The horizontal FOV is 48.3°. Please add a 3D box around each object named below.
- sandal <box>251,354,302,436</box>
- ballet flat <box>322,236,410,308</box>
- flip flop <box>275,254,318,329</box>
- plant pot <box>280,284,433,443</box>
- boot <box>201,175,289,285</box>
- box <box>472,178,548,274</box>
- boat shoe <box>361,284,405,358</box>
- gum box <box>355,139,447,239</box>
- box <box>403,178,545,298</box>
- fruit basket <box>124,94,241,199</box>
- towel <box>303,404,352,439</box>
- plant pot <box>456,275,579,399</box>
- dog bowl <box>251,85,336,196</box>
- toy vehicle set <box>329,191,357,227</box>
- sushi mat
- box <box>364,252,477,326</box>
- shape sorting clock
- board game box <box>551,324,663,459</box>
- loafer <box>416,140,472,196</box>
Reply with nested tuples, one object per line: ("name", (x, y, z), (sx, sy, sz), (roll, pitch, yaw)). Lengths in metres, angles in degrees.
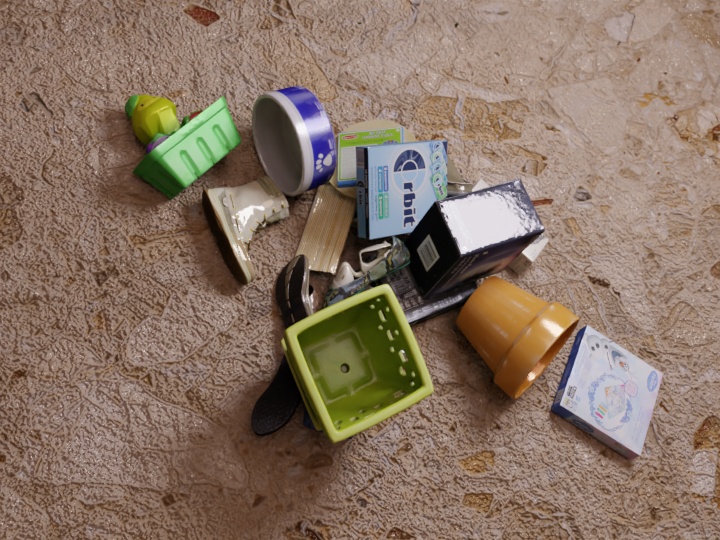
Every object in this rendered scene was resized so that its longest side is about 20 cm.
("sandal", (-0.132, 0.219, 1.443), (0.074, 0.046, 0.201), (8, 46, 19))
("ballet flat", (0.000, 0.000, 1.542), (0.198, 0.074, 0.075), (-32, 79, -4))
("flip flop", (-0.108, 0.065, 1.514), (0.057, 0.081, 0.203), (23, 45, -48))
("plant pot", (-0.019, 0.159, 1.364), (0.197, 0.181, 0.203), (-23, 87, -17))
("boot", (-0.202, -0.083, 1.545), (0.153, 0.072, 0.202), (-18, 74, -28))
("box", (0.299, -0.094, 1.725), (0.199, 0.068, 0.082), (41, 60, 1))
("boat shoe", (0.041, 0.097, 1.521), (0.074, 0.065, 0.203), (15, 36, -31))
("gum box", (0.083, -0.160, 1.556), (0.198, 0.044, 0.173), (-11, 106, -34))
("box", (0.213, -0.060, 1.544), (0.196, 0.200, 0.125), (-18, 73, -24))
("fruit basket", (-0.360, -0.267, 1.536), (0.213, 0.155, 0.220), (7, 77, -30))
("towel", (-0.041, 0.201, 1.487), (0.110, 0.049, 0.203), (14, 64, -12))
("plant pot", (0.294, 0.114, 1.574), (0.183, 0.201, 0.199), (41, 59, 20))
("dog bowl", (-0.131, -0.253, 1.568), (0.078, 0.200, 0.202), (-22, 75, -29))
("toy vehicle set", (0.018, -0.179, 1.653), (0.122, 0.027, 0.203), (3, 61, 18))
("sushi mat", (-0.066, -0.085, 1.597), (0.094, 0.012, 0.203), (6, 62, 21))
("box", (0.124, 0.017, 1.624), (0.198, 0.051, 0.159), (-20, 75, -25))
("shape sorting clock", (0.023, -0.226, 1.638), (0.196, 0.039, 0.203), (-4, 63, 9))
("board game box", (0.512, 0.250, 1.663), (0.197, 0.043, 0.202), (32, 61, -3))
("loafer", (0.159, -0.212, 1.673), (0.074, 0.071, 0.199), (-3, 31, -44))
